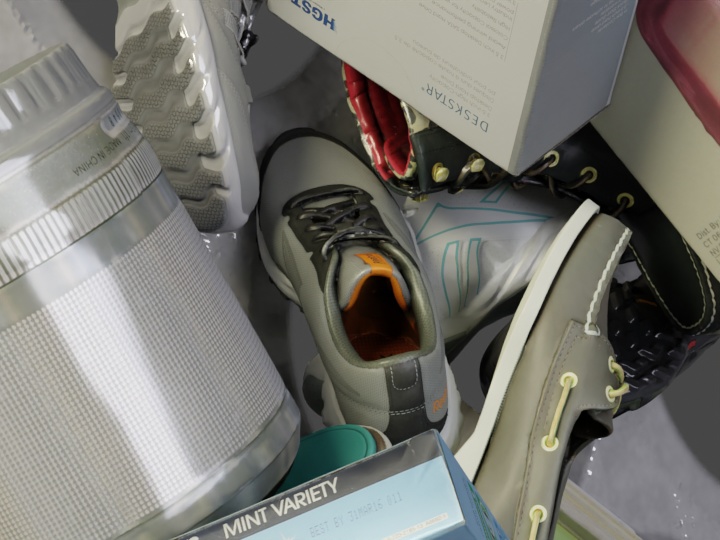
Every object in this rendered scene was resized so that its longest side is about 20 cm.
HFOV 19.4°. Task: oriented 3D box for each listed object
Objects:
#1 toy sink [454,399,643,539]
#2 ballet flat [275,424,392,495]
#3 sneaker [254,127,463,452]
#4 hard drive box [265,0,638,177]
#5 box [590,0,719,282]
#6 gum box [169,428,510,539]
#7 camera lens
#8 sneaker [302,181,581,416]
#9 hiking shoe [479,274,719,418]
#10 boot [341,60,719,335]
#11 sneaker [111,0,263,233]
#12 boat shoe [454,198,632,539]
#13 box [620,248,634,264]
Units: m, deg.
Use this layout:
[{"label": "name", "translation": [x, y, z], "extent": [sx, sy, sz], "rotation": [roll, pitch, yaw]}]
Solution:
[{"label": "toy sink", "translation": [0.075, 0.165, 1.010], "extent": [0.130, 0.112, 0.200], "rotation": [40, 58, -26]}, {"label": "ballet flat", "translation": [-0.062, 0.141, 0.897], "extent": [0.200, 0.069, 0.070], "rotation": [-36, 106, -4]}, {"label": "sneaker", "translation": [0.000, 0.000, 0.961], "extent": [0.074, 0.080, 0.200], "rotation": [-13, 48, -10]}, {"label": "hard drive box", "translation": [0.046, -0.167, 0.907], "extent": [0.156, 0.200, 0.077], "rotation": [36, 51, 22]}, {"label": "box", "translation": [0.187, -0.099, 0.981], "extent": [0.128, 0.109, 0.200], "rotation": [-36, 86, -37]}, {"label": "gum box", "translation": [-0.012, 0.154, 0.822], "extent": [0.200, 0.169, 0.045], "rotation": [57, 12, -54]}, {"label": "camera lens", "translation": [-0.129, 0.031, 0.839], "extent": [0.160, 0.160, 0.200], "rotation": [-38, 104, -38]}, {"label": "sneaker", "translation": [0.034, 0.005, 1.052], "extent": [0.200, 0.070, 0.080], "rotation": [-35, 80, -35]}, {"label": "hiking shoe", "translation": [0.121, 0.052, 1.074], "extent": [0.200, 0.101, 0.076], "rotation": [-18, 61, -47]}, {"label": "boot", "translation": [0.089, -0.046, 1.021], "extent": [0.153, 0.073, 0.204], "rotation": [-18, 78, -28]}, {"label": "sneaker", "translation": [-0.070, -0.118, 0.977], "extent": [0.082, 0.075, 0.201], "rotation": [-7, 84, -39]}, {"label": "boat shoe", "translation": [0.084, 0.064, 0.936], "extent": [0.060, 0.072, 0.202], "rotation": [21, 70, 11]}, {"label": "box", "translation": [0.203, -0.101, 1.118], "extent": [0.046, 0.200, 0.160], "rotation": [-16, 91, -50]}]
